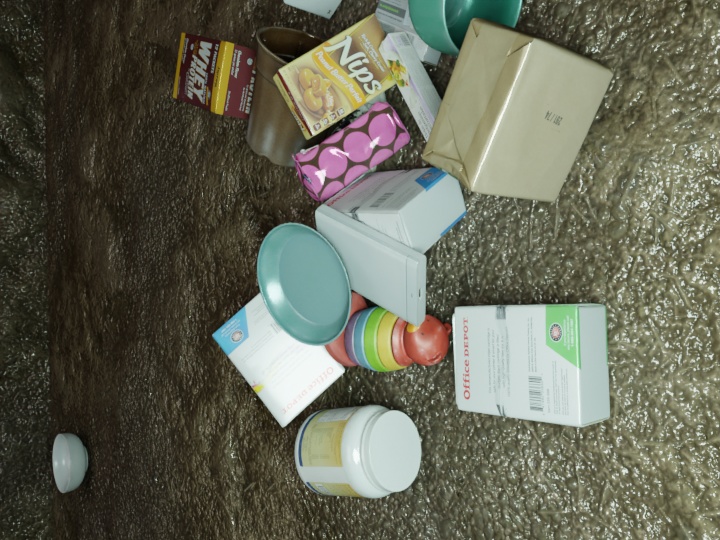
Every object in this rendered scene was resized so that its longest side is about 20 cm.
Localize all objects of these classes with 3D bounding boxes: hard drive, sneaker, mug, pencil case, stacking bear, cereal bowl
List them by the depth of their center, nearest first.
[{"bbox_3d":[0.155,-0.399,0.928,0.114,0.181,0.156,35,137,48],"label":"mug"},{"bbox_3d":[0.015,-0.008,0.983,0.197,0.027,0.134,29,142,31],"label":"hard drive"},{"bbox_3d":[0.055,0.110,1.050,0.196,0.122,0.115,0,131,39],"label":"stacking bear"},{"bbox_3d":[-0.017,-0.203,1.071,0.095,0.197,0.091,58,173,-16],"label":"pencil case"},{"bbox_3d":[-0.009,-0.253,1.139,0.075,0.086,0.207,9,95,49],"label":"sneaker"},{"bbox_3d":[-1.028,0.680,2.279,0.197,0.082,0.207,-1,89,49],"label":"cereal bowl"}]

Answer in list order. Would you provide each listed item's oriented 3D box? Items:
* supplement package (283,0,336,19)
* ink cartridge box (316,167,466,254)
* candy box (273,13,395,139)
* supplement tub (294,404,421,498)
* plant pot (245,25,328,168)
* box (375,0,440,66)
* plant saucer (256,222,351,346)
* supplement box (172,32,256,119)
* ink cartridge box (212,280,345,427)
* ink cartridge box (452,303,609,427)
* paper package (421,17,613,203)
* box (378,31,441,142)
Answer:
[{"bbox_3d":[-0.105,-0.612,1.230,0.117,0.115,0.204,-43,59,38],"label":"supplement package"},{"bbox_3d":[0.047,-0.094,1.020,0.197,0.146,0.088,4,125,49],"label":"ink cartridge box"},{"bbox_3d":[-0.034,-0.323,1.065,0.117,0.198,0.055,59,165,-13],"label":"candy box"},{"bbox_3d":[-0.006,0.307,1.086,0.197,0.142,0.149,-17,77,46],"label":"supplement tub"},{"bbox_3d":[-0.124,-0.318,1.207,0.201,0.196,0.202,51,132,35],"label":"plant pot"},{"bbox_3d":[0.101,-0.464,1.053,0.155,0.040,0.205,39,118,41],"label":"box"},{"bbox_3d":[-0.085,0.019,1.032,0.195,0.036,0.206,14,115,32],"label":"plant saucer"},{"bbox_3d":[-0.257,-0.398,1.339,0.198,0.194,0.137,28,110,43],"label":"supplement box"},{"bbox_3d":[-0.144,0.148,1.154,0.202,0.146,0.146,51,172,1],"label":"ink cartridge box"},{"bbox_3d":[0.227,0.120,0.869,0.197,0.082,0.151,-3,87,48],"label":"ink cartridge box"},{"bbox_3d":[0.202,-0.197,0.818,0.103,0.196,0.195,38,118,41],"label":"paper package"},{"bbox_3d":[0.093,-0.288,1.025,0.204,0.041,0.039,64,147,10],"label":"box"}]
